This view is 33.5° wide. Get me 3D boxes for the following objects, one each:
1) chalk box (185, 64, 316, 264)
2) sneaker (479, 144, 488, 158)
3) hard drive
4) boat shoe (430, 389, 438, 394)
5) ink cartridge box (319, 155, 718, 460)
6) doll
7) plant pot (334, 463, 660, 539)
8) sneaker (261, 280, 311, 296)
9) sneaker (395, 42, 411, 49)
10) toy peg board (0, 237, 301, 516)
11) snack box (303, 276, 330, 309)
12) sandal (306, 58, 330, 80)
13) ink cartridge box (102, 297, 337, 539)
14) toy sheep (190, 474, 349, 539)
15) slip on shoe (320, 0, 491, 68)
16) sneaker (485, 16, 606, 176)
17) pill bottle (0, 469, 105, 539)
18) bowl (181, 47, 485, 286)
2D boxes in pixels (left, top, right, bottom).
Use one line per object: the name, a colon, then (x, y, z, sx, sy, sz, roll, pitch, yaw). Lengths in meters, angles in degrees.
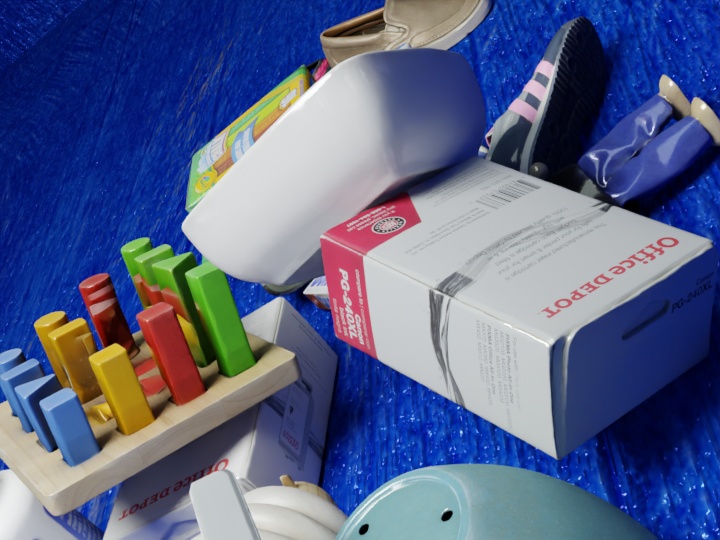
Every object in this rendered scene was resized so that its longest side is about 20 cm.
chalk box: (-0.092, -0.080, 1.187, 0.199, 0.124, 0.125, -37, 27, 14)
sneaker: (0.022, -0.074, 1.016, 0.198, 0.076, 0.088, -26, 25, -19)
hard drive: (-0.030, 0.211, 0.589, 0.026, 0.202, 0.132, -23, 19, -9)
boat shoe: (0.053, 0.030, 0.900, 0.072, 0.065, 0.200, -45, 11, 18)
ink cartridge box: (0.094, 0.014, 0.731, 0.144, 0.084, 0.199, -27, 35, -32)
doll: (0.169, -0.047, 0.860, 0.200, 0.048, 0.137, -42, 40, 5)
plant pot: (0.056, 0.178, 0.605, 0.199, 0.135, 0.201, -32, 29, 21)
sneaker: (-0.026, -0.056, 1.082, 0.201, 0.074, 0.079, -56, 8, 15)
sneaker: (0.050, -0.183, 1.189, 0.077, 0.076, 0.200, -47, 28, 3)
toy peg board: (-0.182, 0.060, 0.881, 0.198, 0.099, 0.199, -28, 22, -25)
snack box: (0.000, 0.000, 0.993, 0.072, 0.024, 0.200, -49, 9, -9)
sandal: (-0.062, -0.209, 1.416, 0.200, 0.045, 0.075, -43, 27, 1)
ink cartridge box: (-0.105, 0.138, 0.940, 0.146, 0.083, 0.201, -29, 30, 26)
toy sheep: (-0.060, 0.209, 0.731, 0.137, 0.138, 0.201, -24, 29, 33)
slip on shoe: (0.047, -0.271, 1.321, 0.198, 0.061, 0.077, -16, 39, 30)
sneaker: (0.144, -0.133, 0.994, 0.081, 0.070, 0.201, -11, 40, 42)
pill bottle: (-0.254, 0.221, 0.898, 0.111, 0.200, 0.113, -33, 28, 20)
bowl: (-0.004, -0.062, 0.838, 0.199, 0.075, 0.199, -40, -11, 29)
